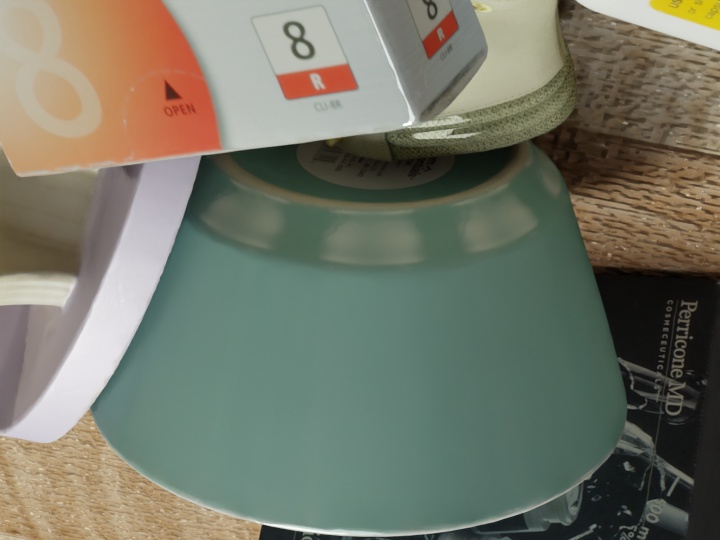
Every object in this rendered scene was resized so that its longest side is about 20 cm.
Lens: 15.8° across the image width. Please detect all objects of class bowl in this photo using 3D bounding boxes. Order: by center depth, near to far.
[{"bbox_3d":[0.000,0.000,0.940,0.200,0.201,0.105,7,118,10],"label":"bowl"}]

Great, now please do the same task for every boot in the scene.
[{"bbox_3d":[-0.026,-0.097,0.849,0.199,0.072,0.155,8,158,8],"label":"boot"}]

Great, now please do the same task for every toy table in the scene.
[{"bbox_3d":[-0.140,-0.027,0.930,0.117,0.184,0.200,14,122,-22],"label":"toy table"}]

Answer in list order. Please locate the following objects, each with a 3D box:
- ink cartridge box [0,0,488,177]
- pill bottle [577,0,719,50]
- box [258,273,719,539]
[{"bbox_3d":[-0.071,-0.125,0.708,0.162,0.050,0.201,-5,123,40],"label":"ink cartridge box"},{"bbox_3d":[0.121,-0.108,0.713,0.199,0.105,0.104,16,156,-11],"label":"pill bottle"},{"bbox_3d":[0.060,0.108,1.101,0.181,0.201,0.104,3,154,17],"label":"box"}]
